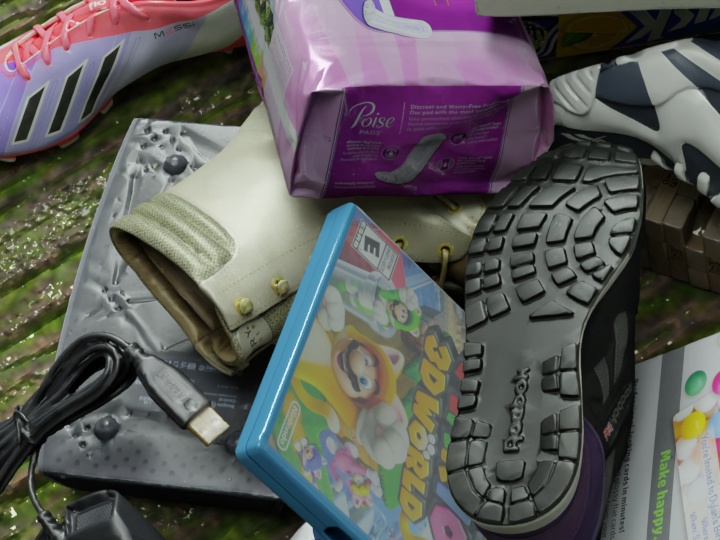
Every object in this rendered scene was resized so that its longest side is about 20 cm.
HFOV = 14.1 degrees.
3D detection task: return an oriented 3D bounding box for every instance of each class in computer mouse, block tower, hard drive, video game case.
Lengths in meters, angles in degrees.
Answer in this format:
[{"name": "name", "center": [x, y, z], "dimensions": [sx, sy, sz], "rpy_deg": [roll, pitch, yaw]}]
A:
[{"name": "computer mouse", "center": [-0.095, 0.126, 1.319], "dimensions": [0.140, 0.046, 0.200], "rpy_deg": [-46, 68, 14]}, {"name": "block tower", "center": [0.111, -0.047, 1.403], "dimensions": [0.200, 0.058, 0.054], "rpy_deg": [18, 65, 21]}, {"name": "hard drive", "center": [-0.072, 0.022, 1.403], "dimensions": [0.135, 0.042, 0.200], "rpy_deg": [5, 60, 13]}, {"name": "video game case", "center": [0.037, 0.085, 1.258], "dimensions": [0.018, 0.200, 0.143], "rpy_deg": [-23, 33, 39]}]

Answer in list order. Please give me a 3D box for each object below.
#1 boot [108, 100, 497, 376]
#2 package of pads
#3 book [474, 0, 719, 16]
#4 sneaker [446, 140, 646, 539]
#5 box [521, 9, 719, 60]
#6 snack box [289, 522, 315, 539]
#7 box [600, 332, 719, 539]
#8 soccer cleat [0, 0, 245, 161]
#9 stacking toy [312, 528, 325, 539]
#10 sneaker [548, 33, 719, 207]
[{"name": "boot", "center": [0.000, 0.000, 1.343], "dimensions": [0.200, 0.072, 0.155], "rpy_deg": [38, 60, 20]}, {"name": "package of pads", "center": [0.007, -0.120, 1.347], "dimensions": [0.120, 0.076, 0.200], "rpy_deg": [-2, 43, -16]}, {"name": "book", "center": [0.129, -0.169, 1.344], "dimensions": [0.133, 0.048, 0.200], "rpy_deg": [-2, 27, 11]}, {"name": "sneaker", "center": [0.087, 0.041, 1.275], "dimensions": [0.076, 0.088, 0.200], "rpy_deg": [2, 59, 25]}, {"name": "box", "center": [0.141, -0.158, 1.457], "dimensions": [0.200, 0.064, 0.070], "rpy_deg": [-9, 59, 6]}, {"name": "snack box", "center": [0.032, 0.190, 1.298], "dimensions": [0.200, 0.024, 0.072], "rpy_deg": [33, 68, 26]}, {"name": "box", "center": [0.174, 0.094, 1.236], "dimensions": [0.200, 0.041, 0.156], "rpy_deg": [-22, 48, 40]}, {"name": "soccer cleat", "center": [-0.127, -0.121, 1.477], "dimensions": [0.200, 0.077, 0.067], "rpy_deg": [-24, 59, -4]}, {"name": "stacking toy", "center": [0.012, 0.134, 1.276], "dimensions": [0.085, 0.085, 0.200], "rpy_deg": [-4, 56, 8]}, {"name": "sneaker", "center": [0.166, -0.044, 1.316], "dimensions": [0.199, 0.079, 0.130], "rpy_deg": [-16, 91, 29]}]
